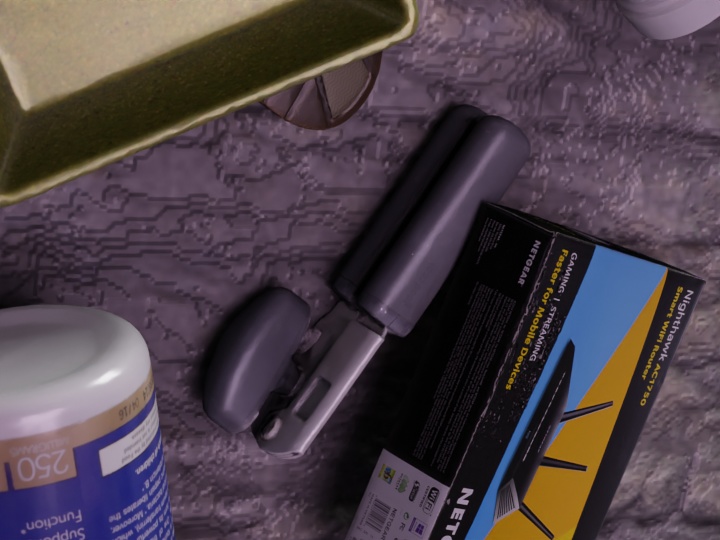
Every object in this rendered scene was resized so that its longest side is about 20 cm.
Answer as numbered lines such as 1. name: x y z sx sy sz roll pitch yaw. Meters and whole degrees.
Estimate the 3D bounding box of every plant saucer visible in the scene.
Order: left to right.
1. plant saucer: -0.102 -0.156 0.887 0.199 0.048 0.200 -23 106 -3

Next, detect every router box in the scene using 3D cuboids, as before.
1. router box: 0.082 0.076 1.071 0.149 0.051 0.201 14 101 -51

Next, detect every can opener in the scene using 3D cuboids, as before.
1. can opener: 0.000 0.000 1.028 0.067 0.053 0.200 36 87 -32

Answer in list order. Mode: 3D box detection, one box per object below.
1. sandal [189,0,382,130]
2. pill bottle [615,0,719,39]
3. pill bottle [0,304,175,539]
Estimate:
1. sandal: -0.069 -0.145 0.949 0.200 0.055 0.082 37 91 -17
2. pill bottle: 0.102 -0.199 0.987 0.104 0.104 0.200 -49 122 -6
3. pill bottle: -0.135 0.126 0.919 0.115 0.116 0.201 -16 113 -23
